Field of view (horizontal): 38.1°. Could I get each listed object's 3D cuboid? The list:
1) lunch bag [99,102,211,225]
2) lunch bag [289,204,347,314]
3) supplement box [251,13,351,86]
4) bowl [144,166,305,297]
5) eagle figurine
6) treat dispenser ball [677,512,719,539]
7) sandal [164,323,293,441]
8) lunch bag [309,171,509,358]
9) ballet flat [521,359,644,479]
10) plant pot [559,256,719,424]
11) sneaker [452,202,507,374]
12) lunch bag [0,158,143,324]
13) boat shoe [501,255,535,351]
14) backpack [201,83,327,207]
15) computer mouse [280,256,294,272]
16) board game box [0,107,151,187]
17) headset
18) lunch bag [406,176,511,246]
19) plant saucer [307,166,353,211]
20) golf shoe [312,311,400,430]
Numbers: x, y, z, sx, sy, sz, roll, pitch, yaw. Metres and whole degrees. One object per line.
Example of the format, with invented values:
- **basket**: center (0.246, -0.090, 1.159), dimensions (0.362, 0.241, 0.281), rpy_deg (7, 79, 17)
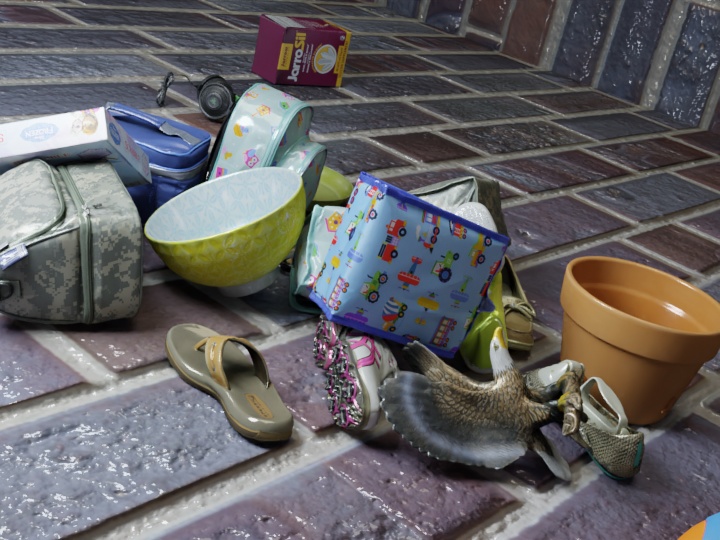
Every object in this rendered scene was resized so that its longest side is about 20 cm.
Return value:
- **lunch bag**: center (-0.311, -0.157, 1.444), dimensions (0.197, 0.134, 0.136), rpy_deg (18, 22, 8)
- **lunch bag**: center (0.000, 0.000, 1.279), dimensions (0.167, 0.124, 0.200), rpy_deg (10, -11, -9)
- **supplement box**: center (-0.133, -0.495, 2.355), dimensions (0.198, 0.133, 0.103), rpy_deg (-7, 30, -41)
- **bowl**: center (-0.150, -0.034, 1.258), dimensions (0.197, 0.109, 0.201), rpy_deg (-14, 26, 7)
- **eagle figurine**: center (0.130, 0.134, 1.068), dimensions (0.196, 0.152, 0.153), rpy_deg (-8, 57, 13)
- **treat dispenser ball**: center (0.295, 0.267, 0.730), dimensions (0.197, 0.204, 0.201), rpy_deg (12, 22, -5)
- **sandal**: center (-0.128, 0.100, 1.055), dimensions (0.079, 0.055, 0.199), rpy_deg (-4, 29, -38)
- **lunch bag**: center (0.068, 0.005, 1.141), dimensions (0.198, 0.152, 0.094), rpy_deg (22, 7, -21)
- **ballet flat**: center (0.244, 0.146, 1.150), dimensions (0.067, 0.076, 0.200), rpy_deg (-1, 27, -31)
- **plant pot**: center (0.322, 0.088, 1.249), dimensions (0.197, 0.142, 0.201), rpy_deg (13, 23, -5)
- **sneaker**: center (0.138, 0.019, 1.258), dimensions (0.074, 0.204, 0.105), rpy_deg (-3, 4, 7)
- **lunch bag**: center (-0.336, -0.031, 1.140), dimensions (0.165, 0.141, 0.200), rpy_deg (-8, 31, -22)
- **boat shoe**: center (0.192, 0.041, 1.380), dimensions (0.072, 0.064, 0.201), rpy_deg (12, 22, -4)
- **backpack**: center (-0.131, -0.150, 1.448), dimensions (0.151, 0.203, 0.176), rpy_deg (19, 22, 10)
- **computer mouse**: center (-0.048, -0.033, 1.447), dimensions (0.058, 0.035, 0.199), rpy_deg (24, 24, 20)
- **board game box**: center (-0.372, -0.131, 1.253), dimensions (0.196, 0.042, 0.200), rpy_deg (-10, -10, 1)
- **headset**: center (-0.277, -0.312, 1.944), dimensions (0.198, 0.095, 0.124), rpy_deg (24, 14, -20)
- **lunch bag**: center (0.092, -0.056, 1.440), dimensions (0.197, 0.120, 0.164), rpy_deg (-12, -1, 19)
- **plant saucer**: center (-0.109, -0.137, 1.659), dimensions (0.197, 0.032, 0.201), rpy_deg (13, 22, -5)
- **golf shoe**: center (0.006, 0.104, 1.107), dimensions (0.091, 0.074, 0.201), rpy_deg (10, 22, -14)
